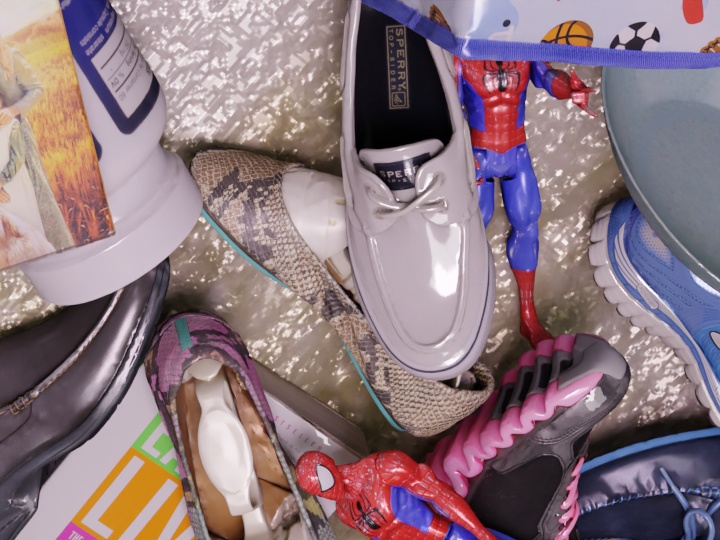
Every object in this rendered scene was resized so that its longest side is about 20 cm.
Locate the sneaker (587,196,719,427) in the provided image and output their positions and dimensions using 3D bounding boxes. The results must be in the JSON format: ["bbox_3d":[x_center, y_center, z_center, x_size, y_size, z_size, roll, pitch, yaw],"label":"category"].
[{"bbox_3d":[0.211,0.030,1.270,0.200,0.079,0.089,43,137,-19],"label":"sneaker"}]

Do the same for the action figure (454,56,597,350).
[{"bbox_3d":[0.077,-0.042,1.228,0.065,0.099,0.200,-8,112,-9],"label":"action figure"}]

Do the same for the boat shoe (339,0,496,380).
[{"bbox_3d":[0.024,-0.048,1.161,0.072,0.066,0.200,-3,85,9],"label":"boat shoe"}]

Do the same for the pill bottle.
[{"bbox_3d":[-0.162,-0.089,1.145,0.116,0.116,0.200,-30,115,2],"label":"pill bottle"}]

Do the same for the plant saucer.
[{"bbox_3d":[0.192,-0.043,1.212,0.201,0.201,0.039,24,135,-20],"label":"plant saucer"}]

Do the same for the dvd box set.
[{"bbox_3d":[-0.197,-0.088,1.049,0.146,0.029,0.200,-18,112,-17],"label":"dvd box set"}]

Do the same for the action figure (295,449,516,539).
[{"bbox_3d":[0.053,0.145,1.240,0.200,0.052,0.065,31,135,-11],"label":"action figure"}]

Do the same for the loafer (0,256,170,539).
[{"bbox_3d":[-0.170,0.062,1.235,0.072,0.073,0.200,33,102,-17],"label":"loafer"}]

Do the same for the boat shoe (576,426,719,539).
[{"bbox_3d":[0.198,0.125,1.321,0.200,0.069,0.084,-12,157,-4],"label":"boat shoe"}]

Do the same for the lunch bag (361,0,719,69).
[{"bbox_3d":[0.116,-0.179,1.067,0.200,0.124,0.170,0,112,-27],"label":"lunch bag"}]

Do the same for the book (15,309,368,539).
[{"bbox_3d":[-0.109,0.134,1.296,0.134,0.048,0.200,35,104,-18],"label":"book"}]

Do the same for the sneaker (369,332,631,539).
[{"bbox_3d":[0.090,0.112,1.273,0.095,0.079,0.200,39,129,-5],"label":"sneaker"}]

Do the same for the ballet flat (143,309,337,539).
[{"bbox_3d":[-0.058,0.116,1.231,0.069,0.071,0.200,-19,111,3],"label":"ballet flat"}]

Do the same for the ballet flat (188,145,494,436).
[{"bbox_3d":[0.000,0.000,1.234,0.075,0.068,0.200,-28,113,32],"label":"ballet flat"}]
